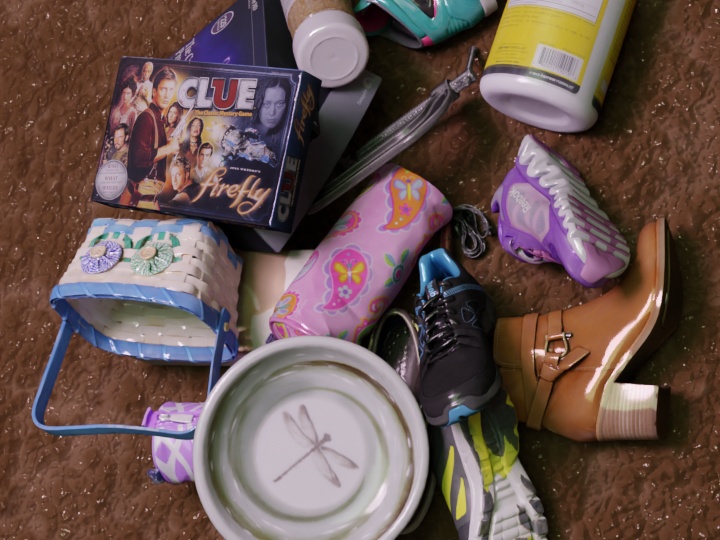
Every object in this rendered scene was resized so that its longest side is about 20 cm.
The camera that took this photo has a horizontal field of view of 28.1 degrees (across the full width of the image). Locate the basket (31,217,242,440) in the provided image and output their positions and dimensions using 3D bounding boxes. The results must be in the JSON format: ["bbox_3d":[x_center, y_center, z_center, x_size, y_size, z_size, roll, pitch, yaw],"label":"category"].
[{"bbox_3d":[-0.197,0.054,1.287,0.176,0.139,0.201,-1,67,20],"label":"basket"}]

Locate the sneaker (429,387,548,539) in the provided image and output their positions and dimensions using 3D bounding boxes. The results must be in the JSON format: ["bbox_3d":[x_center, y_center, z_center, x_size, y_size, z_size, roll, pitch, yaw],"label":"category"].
[{"bbox_3d":[0.107,0.191,1.253,0.074,0.085,0.201,-6,88,-25],"label":"sneaker"}]

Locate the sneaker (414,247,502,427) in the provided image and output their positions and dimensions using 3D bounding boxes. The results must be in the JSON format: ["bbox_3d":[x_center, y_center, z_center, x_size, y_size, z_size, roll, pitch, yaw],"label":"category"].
[{"bbox_3d":[0.070,0.056,1.210,0.073,0.082,0.200,-26,24,14],"label":"sneaker"}]

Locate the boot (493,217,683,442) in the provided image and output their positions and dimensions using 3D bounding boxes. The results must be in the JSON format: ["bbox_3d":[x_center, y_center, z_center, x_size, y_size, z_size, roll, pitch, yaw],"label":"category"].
[{"bbox_3d":[0.197,0.049,1.257,0.155,0.077,0.201,4,84,27],"label":"boot"}]

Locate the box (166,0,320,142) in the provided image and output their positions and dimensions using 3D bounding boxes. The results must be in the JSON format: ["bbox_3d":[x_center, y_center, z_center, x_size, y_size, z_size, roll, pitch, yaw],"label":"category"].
[{"bbox_3d":[-0.118,-0.165,1.370,0.141,0.079,0.200,-33,34,18],"label":"box"}]

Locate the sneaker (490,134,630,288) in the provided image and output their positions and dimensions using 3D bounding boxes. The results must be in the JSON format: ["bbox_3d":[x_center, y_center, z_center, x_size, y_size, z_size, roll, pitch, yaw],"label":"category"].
[{"bbox_3d":[0.166,-0.035,1.257,0.089,0.080,0.200,-47,29,17],"label":"sneaker"}]

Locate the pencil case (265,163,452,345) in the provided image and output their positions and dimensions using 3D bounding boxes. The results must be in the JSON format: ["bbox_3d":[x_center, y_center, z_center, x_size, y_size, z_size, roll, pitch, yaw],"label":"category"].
[{"bbox_3d":[0.000,0.000,1.295,0.087,0.088,0.200,24,67,25],"label":"pencil case"}]

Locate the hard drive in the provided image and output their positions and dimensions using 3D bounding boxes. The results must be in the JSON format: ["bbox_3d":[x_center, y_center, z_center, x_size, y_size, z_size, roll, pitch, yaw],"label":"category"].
[{"bbox_3d":[-0.072,-0.111,1.368,0.135,0.042,0.200,7,62,53],"label":"hard drive"}]

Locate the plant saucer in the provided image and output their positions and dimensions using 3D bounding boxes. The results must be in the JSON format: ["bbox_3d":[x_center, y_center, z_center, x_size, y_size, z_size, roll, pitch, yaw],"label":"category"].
[{"bbox_3d":[-0.043,0.156,1.227,0.199,0.050,0.201,0,87,-5],"label":"plant saucer"}]

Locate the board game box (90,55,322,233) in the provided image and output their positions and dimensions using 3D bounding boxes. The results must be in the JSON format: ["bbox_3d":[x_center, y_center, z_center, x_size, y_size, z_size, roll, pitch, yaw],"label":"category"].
[{"bbox_3d":[-0.137,-0.112,1.254,0.199,0.035,0.136,8,85,31],"label":"board game box"}]

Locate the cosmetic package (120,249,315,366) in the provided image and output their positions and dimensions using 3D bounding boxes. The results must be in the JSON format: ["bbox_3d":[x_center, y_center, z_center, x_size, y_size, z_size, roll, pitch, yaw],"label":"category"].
[{"bbox_3d":[-0.125,0.037,1.380,0.199,0.071,0.106,-2,75,21],"label":"cosmetic package"}]

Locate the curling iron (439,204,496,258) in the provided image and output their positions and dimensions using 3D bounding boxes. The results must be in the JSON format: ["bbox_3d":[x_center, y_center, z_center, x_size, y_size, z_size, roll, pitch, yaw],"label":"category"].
[{"bbox_3d":[0.087,0.034,1.321,0.049,0.026,0.201,3,77,27],"label":"curling iron"}]

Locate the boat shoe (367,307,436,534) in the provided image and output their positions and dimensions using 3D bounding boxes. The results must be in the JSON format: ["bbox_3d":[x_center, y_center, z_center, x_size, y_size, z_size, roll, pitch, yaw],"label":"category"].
[{"bbox_3d":[0.032,0.134,1.297,0.072,0.060,0.201,0,76,20],"label":"boat shoe"}]

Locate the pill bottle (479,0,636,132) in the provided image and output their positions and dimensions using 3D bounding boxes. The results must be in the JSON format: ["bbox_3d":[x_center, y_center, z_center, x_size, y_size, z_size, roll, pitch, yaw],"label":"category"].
[{"bbox_3d":[0.189,-0.236,1.309,0.112,0.112,0.201,16,81,25],"label":"pill bottle"}]

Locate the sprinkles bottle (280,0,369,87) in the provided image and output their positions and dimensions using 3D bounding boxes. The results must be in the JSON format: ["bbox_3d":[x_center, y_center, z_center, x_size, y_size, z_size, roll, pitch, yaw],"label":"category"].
[{"bbox_3d":[-0.042,-0.254,1.373,0.068,0.068,0.200,-30,40,12],"label":"sprinkles bottle"}]

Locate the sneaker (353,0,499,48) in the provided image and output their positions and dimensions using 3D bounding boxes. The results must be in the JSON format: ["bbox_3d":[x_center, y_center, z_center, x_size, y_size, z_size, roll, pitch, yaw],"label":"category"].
[{"bbox_3d":[0.030,-0.290,1.407,0.121,0.084,0.200,-38,66,-2],"label":"sneaker"}]

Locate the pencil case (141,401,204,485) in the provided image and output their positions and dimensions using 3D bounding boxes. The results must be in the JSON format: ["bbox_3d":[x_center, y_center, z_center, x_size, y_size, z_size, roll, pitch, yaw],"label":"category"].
[{"bbox_3d":[-0.099,0.145,1.332,0.199,0.086,0.084,-10,37,16],"label":"pencil case"}]

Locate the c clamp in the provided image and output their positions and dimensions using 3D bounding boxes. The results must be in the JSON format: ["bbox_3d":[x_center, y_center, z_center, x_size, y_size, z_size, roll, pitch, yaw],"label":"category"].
[{"bbox_3d":[0.030,-0.123,1.349,0.200,0.171,0.027,-35,104,19],"label":"c clamp"}]
